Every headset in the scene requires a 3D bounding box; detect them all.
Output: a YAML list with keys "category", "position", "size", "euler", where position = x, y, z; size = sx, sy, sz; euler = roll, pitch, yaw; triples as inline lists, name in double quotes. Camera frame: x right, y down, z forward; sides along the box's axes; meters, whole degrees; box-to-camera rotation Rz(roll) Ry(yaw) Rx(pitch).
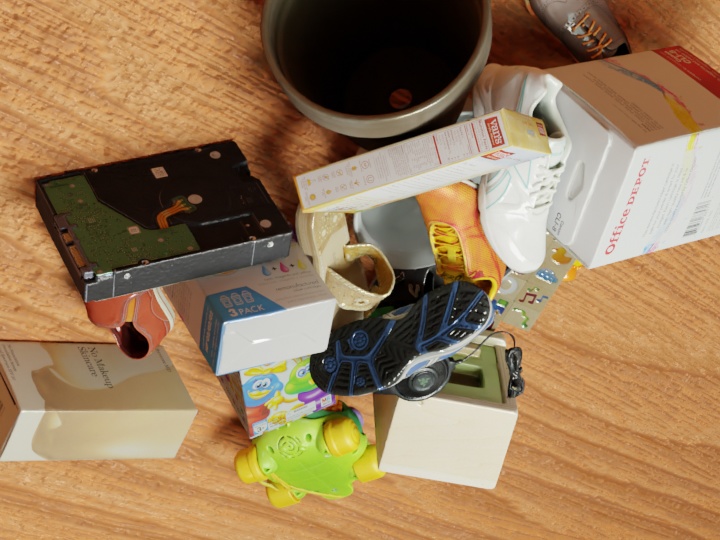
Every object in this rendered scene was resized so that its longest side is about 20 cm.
- category: "headset"
  position: [0.069, 0.091, 1.817]
  size: [0.199, 0.124, 0.094]
  euler: [1, 128, 16]

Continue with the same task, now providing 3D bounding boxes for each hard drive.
- category: "hard drive"
  position: [-0.180, -0.046, 1.600]
  size: [0.200, 0.140, 0.038]
  euler: [-13, 137, -25]

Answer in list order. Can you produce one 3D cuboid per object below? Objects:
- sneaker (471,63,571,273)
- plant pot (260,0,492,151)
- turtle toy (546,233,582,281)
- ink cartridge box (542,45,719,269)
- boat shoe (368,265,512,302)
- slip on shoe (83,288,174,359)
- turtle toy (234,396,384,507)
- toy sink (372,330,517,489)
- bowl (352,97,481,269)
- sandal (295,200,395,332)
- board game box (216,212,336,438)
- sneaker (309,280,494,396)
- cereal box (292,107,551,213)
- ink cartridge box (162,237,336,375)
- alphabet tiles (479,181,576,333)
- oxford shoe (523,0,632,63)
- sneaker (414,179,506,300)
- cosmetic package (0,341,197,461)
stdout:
- category: "sneaker"
  position: [0.155, -0.094, 1.649]
  size: [0.070, 0.080, 0.201]
  euler: [-21, 108, -49]
- category: "plant pot"
  position: [0.026, -0.188, 1.578]
  size: [0.200, 0.200, 0.174]
  euler: [-32, 158, -2]
- category: "turtle toy"
  position: [0.247, -0.065, 1.914]
  size: [0.200, 0.101, 0.146]
  euler: [-33, 142, -1]
- category: "ink cartridge box"
  position: [0.267, -0.114, 1.716]
  size: [0.200, 0.145, 0.146]
  euler: [-14, 135, -37]
- category: "boat shoe"
  position: [0.086, 0.009, 1.862]
  size: [0.200, 0.060, 0.074]
  euler: [-27, 123, 28]
- category: "slip on shoe"
  position: [-0.235, 0.023, 1.677]
  size: [0.061, 0.074, 0.200]
  euler: [-66, 154, -23]
- category: "turtle toy"
  position: [-0.048, 0.196, 1.967]
  size: [0.145, 0.101, 0.200]
  euler: [-18, 146, 17]
- category: "toy sink"
  position: [0.089, 0.128, 1.919]
  size: [0.130, 0.200, 0.112]
  euler: [11, 118, -7]
- category: "bowl"
  position: [0.064, -0.104, 1.751]
  size: [0.201, 0.090, 0.201]
  euler: [-20, 140, -18]
- category: "sandal"
  position: [-0.003, 0.004, 1.686]
  size: [0.078, 0.069, 0.212]
  euler: [-57, 149, -27]
- category: "board game box"
  position: [-0.096, 0.057, 1.796]
  size: [0.103, 0.105, 0.200]
  euler: [-22, 141, -15]
- category: "sneaker"
  position: [0.044, 0.074, 1.724]
  size: [0.200, 0.076, 0.077]
  euler: [-21, 167, 17]
- category: "cereal box"
  position: [0.057, -0.094, 1.559]
  size: [0.200, 0.040, 0.144]
  euler: [-17, 175, 19]
- category: "ink cartridge box"
  position: [-0.120, 0.000, 1.645]
  size: [0.115, 0.200, 0.068]
  euler: [-12, 133, -26]
- category: "alphabet tiles"
  position: [0.134, -0.009, 1.886]
  size: [0.166, 0.006, 0.200]
  euler: [22, 131, -8]
- category: "oxford shoe"
  position: [0.222, -0.245, 1.728]
  size: [0.071, 0.073, 0.200]
  euler: [-43, 141, 10]
- category: "sneaker"
  position: [0.100, -0.029, 1.709]
  size: [0.200, 0.073, 0.077]
  euler: [55, 46, -50]
- category: "cosmetic package"
  position: [-0.275, 0.129, 1.748]
  size: [0.200, 0.105, 0.071]
  euler: [2, 129, -39]
